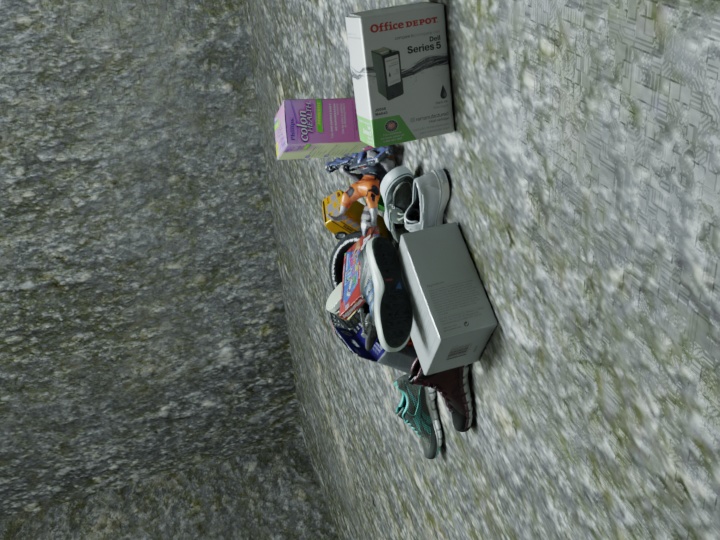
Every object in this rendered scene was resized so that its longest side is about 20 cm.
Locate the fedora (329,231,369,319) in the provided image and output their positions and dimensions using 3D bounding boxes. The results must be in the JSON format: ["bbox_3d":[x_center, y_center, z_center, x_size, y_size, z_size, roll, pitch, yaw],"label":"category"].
[{"bbox_3d":[0.029,0.010,1.809,0.197,0.091,0.206,5,99,31],"label":"fedora"}]

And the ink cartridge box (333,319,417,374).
[{"bbox_3d":[0.059,0.156,1.699,0.041,0.197,0.200,-67,20,7],"label":"ink cartridge box"}]

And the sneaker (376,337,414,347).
[{"bbox_3d":[0.092,0.117,1.633,0.199,0.077,0.077,-12,-54,-68],"label":"sneaker"}]

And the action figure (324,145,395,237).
[{"bbox_3d":[0.004,-0.179,1.711,0.198,0.104,0.196,4,64,51],"label":"action figure"}]

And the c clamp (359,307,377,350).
[{"bbox_3d":[0.041,0.060,1.565,0.173,0.027,0.202,90,-160,-47],"label":"c clamp"}]

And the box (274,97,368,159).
[{"bbox_3d":[-0.081,-0.311,1.835,0.176,0.195,0.099,169,96,-78],"label":"box"}]

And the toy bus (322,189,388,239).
[{"bbox_3d":[-0.005,-0.099,1.832,0.199,0.077,0.066,29,-138,-45],"label":"toy bus"}]

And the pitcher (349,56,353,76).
[{"bbox_3d":[0.041,-0.390,1.474,0.200,0.118,0.176,-131,44,-86],"label":"pitcher"}]

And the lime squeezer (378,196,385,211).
[{"bbox_3d":[0.047,-0.174,1.779,0.071,0.037,0.204,116,141,-70],"label":"lime squeezer"}]

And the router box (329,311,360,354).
[{"bbox_3d":[0.023,0.119,1.897,0.200,0.147,0.064,-141,40,-71],"label":"router box"}]

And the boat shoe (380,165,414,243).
[{"bbox_3d":[0.084,-0.124,1.622,0.072,0.071,0.201,61,171,27],"label":"boat shoe"}]

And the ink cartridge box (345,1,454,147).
[{"bbox_3d":[0.064,-0.315,1.334,0.084,0.142,0.205,-134,34,-66],"label":"ink cartridge box"}]

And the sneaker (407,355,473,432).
[{"bbox_3d":[0.143,0.214,1.534,0.076,0.113,0.205,-133,33,-65],"label":"sneaker"}]

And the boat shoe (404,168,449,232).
[{"bbox_3d":[0.111,-0.100,1.494,0.201,0.067,0.073,102,153,-61],"label":"boat shoe"}]

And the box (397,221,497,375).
[{"bbox_3d":[0.137,0.049,1.429,0.153,0.104,0.203,102,153,-61],"label":"box"}]

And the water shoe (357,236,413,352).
[{"bbox_3d":[0.040,0.046,1.435,0.079,0.070,0.205,-37,55,58],"label":"water shoe"}]

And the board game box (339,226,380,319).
[{"bbox_3d":[0.000,0.000,1.673,0.103,0.019,0.202,-43,25,29],"label":"board game box"}]

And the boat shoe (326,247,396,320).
[{"bbox_3d":[0.013,0.024,1.730,0.060,0.202,0.073,36,-159,-23],"label":"boat shoe"}]

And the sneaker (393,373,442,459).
[{"bbox_3d":[0.118,0.308,1.781,0.077,0.089,0.205,-163,62,-76],"label":"sneaker"}]
